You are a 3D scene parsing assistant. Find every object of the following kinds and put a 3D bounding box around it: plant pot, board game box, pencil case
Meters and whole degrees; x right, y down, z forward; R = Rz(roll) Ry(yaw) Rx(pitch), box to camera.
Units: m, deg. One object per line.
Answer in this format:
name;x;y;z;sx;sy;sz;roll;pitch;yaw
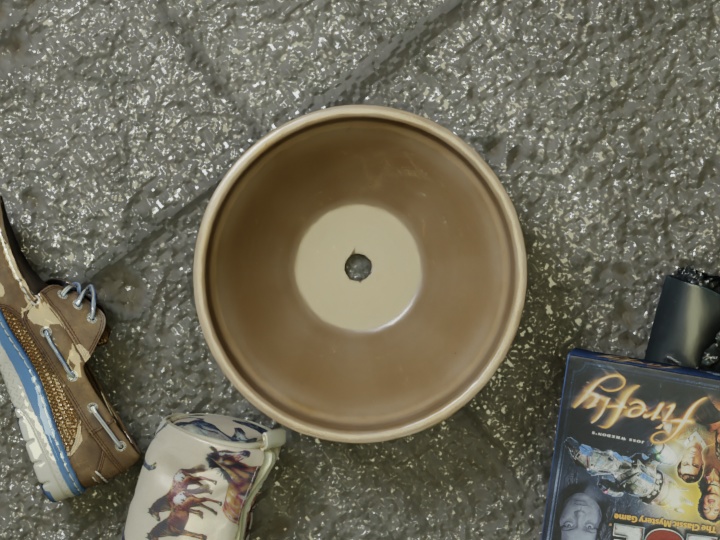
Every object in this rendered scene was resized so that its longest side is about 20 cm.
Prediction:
plant pot;0.000;0.000;1.159;0.200;0.093;0.202;0;94;0
board game box;0.214;0.130;1.127;0.199;0.035;0.136;9;97;14
pencil case;-0.107;0.184;1.174;0.089;0.078;0.201;17;93;19

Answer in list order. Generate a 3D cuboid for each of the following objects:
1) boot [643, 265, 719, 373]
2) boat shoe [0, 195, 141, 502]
boot;0.257;0.103;1.174;0.200;0.076;0.169;23;96;4
boat shoe;-0.192;0.040;1.176;0.072;0.072;0.201;-19;103;-4
